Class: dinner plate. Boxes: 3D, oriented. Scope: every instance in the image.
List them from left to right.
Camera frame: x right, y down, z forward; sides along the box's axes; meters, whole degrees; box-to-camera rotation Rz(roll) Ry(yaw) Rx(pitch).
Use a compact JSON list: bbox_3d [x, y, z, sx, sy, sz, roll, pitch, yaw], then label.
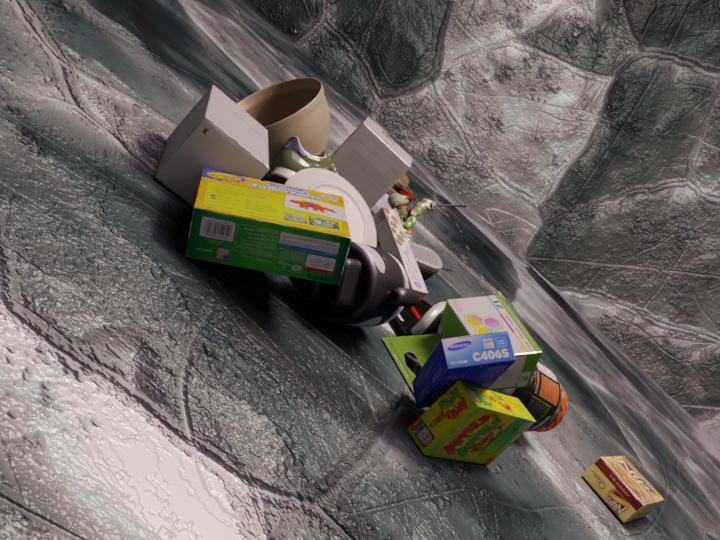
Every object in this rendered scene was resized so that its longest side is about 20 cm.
[{"bbox_3d":[-0.047,-0.079,1.526,0.200,0.024,0.200,18,60,-35],"label":"dinner plate"}]

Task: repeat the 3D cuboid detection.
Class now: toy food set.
[{"bbox_3d":[0.081,-0.259,2.585,0.200,0.049,0.198,32,18,-40],"label":"toy food set"}]

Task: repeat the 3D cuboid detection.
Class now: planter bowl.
[{"bbox_3d":[-0.139,-0.242,1.686,0.200,0.200,0.135,-110,177,-61],"label":"planter bowl"}]

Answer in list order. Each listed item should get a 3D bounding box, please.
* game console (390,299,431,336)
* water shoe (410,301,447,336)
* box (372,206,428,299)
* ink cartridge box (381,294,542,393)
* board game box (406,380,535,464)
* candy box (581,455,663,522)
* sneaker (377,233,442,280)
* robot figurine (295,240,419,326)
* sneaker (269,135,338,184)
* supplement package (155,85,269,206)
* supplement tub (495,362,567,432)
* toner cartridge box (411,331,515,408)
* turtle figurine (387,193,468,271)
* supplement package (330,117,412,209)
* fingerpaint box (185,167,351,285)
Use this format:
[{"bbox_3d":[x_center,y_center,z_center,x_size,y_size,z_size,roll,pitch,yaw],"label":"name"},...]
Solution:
[{"bbox_3d":[0.103,0.101,1.654,0.177,0.031,0.200,23,23,-40],"label":"game console"},{"bbox_3d":[0.158,0.102,1.595,0.079,0.072,0.200,48,20,19],"label":"water shoe"},{"bbox_3d":[0.070,-0.029,1.706,0.039,0.041,0.200,14,43,-38],"label":"box"},{"bbox_3d":[0.156,0.117,1.452,0.200,0.076,0.148,-3,38,-24],"label":"ink cartridge box"},{"bbox_3d":[0.160,0.218,1.308,0.200,0.102,0.048,23,25,-55],"label":"board game box"},{"bbox_3d":[0.507,0.418,1.791,0.115,0.055,0.200,51,16,26],"label":"candy box"},{"bbox_3d":[0.060,-0.027,1.797,0.200,0.079,0.079,27,38,-27],"label":"sneaker"},{"bbox_3d":[-0.007,0.023,1.371,0.150,0.125,0.200,54,17,20],"label":"robot figurine"},{"bbox_3d":[-0.062,-0.164,1.613,0.200,0.090,0.067,25,-16,-35],"label":"sneaker"},{"bbox_3d":[-0.214,-0.174,1.372,0.117,0.117,0.200,40,14,-19],"label":"supplement package"},{"bbox_3d":[0.264,0.203,1.601,0.200,0.123,0.123,33,17,-39],"label":"supplement tub"},{"bbox_3d":[0.137,0.140,1.278,0.200,0.095,0.043,111,-30,-66],"label":"toner cartridge box"},{"bbox_3d":[0.120,-0.083,2.002,0.194,0.200,0.144,-119,-168,-61],"label":"turtle figurine"},{"bbox_3d":[-0.014,-0.171,1.748,0.121,0.200,0.120,43,14,-7],"label":"supplement package"},{"bbox_3d":[-0.121,-0.059,1.229,0.200,0.073,0.167,11,22,-10],"label":"fingerpaint box"}]
